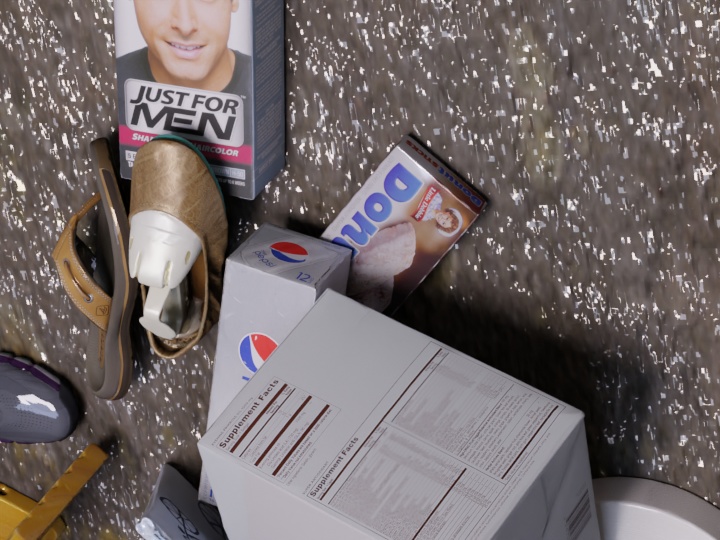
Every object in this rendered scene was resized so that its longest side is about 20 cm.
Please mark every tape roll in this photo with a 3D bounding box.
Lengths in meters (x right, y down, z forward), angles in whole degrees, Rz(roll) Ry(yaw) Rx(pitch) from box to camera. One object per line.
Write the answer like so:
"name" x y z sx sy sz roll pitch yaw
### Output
"tape roll" 0.188 0.237 1.589 0.202 0.037 0.203 9 118 17

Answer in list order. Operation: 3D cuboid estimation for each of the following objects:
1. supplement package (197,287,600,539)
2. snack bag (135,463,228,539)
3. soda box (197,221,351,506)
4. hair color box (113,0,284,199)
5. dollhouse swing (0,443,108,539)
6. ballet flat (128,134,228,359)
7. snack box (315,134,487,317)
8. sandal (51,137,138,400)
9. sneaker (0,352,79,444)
"supplement package" 0.031 0.153 1.483 0.200 0.147 0.191 26 150 27
"snack bag" -0.083 0.223 1.610 0.021 0.200 0.189 -43 95 4
"soda box" -0.058 0.073 1.563 0.068 0.063 0.200 18 122 16
"hair color box" -0.104 -0.154 1.498 0.099 0.061 0.200 10 118 18
"dollhouse swing" -0.309 0.184 1.669 0.182 0.200 0.176 28 123 8
"ballet flat" -0.126 -0.005 1.530 0.068 0.072 0.200 18 148 9
"snack box" 0.000 0.000 1.554 0.072 0.024 0.200 41 124 0
"sandal" -0.187 0.004 1.598 0.054 0.082 0.200 -4 127 -16
"sneaker" -0.310 0.099 1.694 0.200 0.088 0.075 14 120 16
